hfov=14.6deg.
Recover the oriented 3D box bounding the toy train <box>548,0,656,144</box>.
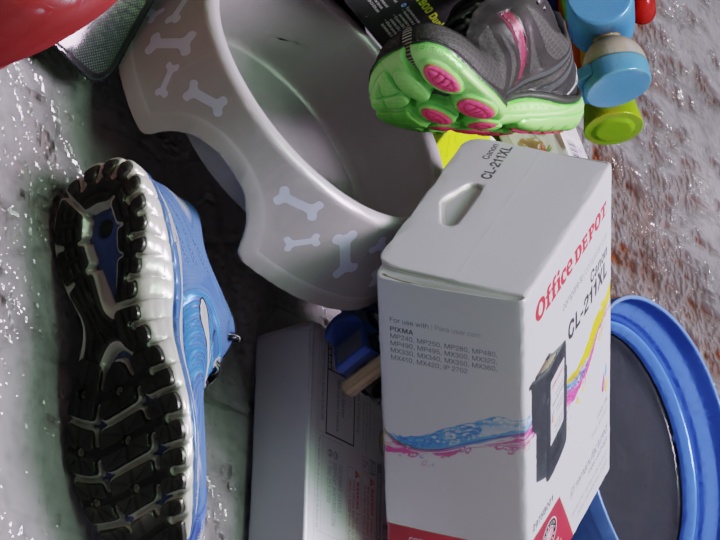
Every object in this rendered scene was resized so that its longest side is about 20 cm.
[{"bbox_3d":[0.152,-0.129,1.770,0.200,0.084,0.116,77,3,-65],"label":"toy train"}]

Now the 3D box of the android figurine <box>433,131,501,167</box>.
[{"bbox_3d":[0.071,-0.012,1.680,0.200,0.041,0.183,42,45,-42],"label":"android figurine"}]

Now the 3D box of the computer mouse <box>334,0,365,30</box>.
[{"bbox_3d":[-0.049,-0.210,1.588,0.201,0.034,0.059,67,15,0],"label":"computer mouse"}]

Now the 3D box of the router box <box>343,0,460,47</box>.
[{"bbox_3d":[0.009,-0.197,1.560,0.200,0.062,0.150,44,19,-56],"label":"router box"}]

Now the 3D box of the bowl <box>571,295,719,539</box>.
[{"bbox_3d":[0.178,0.118,1.796,0.200,0.039,0.202,29,54,-49],"label":"bowl"}]

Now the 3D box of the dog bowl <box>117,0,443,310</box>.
[{"bbox_3d":[-0.034,-0.078,1.463,0.200,0.059,0.201,37,30,-27],"label":"dog bowl"}]

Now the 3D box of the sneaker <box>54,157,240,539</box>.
[{"bbox_3d":[-0.092,0.047,1.370,0.089,0.078,0.201,17,64,-51],"label":"sneaker"}]

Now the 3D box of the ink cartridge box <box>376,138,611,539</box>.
[{"bbox_3d":[0.072,0.055,1.463,0.146,0.082,0.201,-53,148,-50],"label":"ink cartridge box"}]

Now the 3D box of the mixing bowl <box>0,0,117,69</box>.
[{"bbox_3d":[-0.158,-0.184,1.275,0.199,0.108,0.202,-7,100,-46],"label":"mixing bowl"}]

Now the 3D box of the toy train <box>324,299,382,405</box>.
[{"bbox_3d":[0.000,0.000,1.522,0.046,0.034,0.201,40,26,-29],"label":"toy train"}]

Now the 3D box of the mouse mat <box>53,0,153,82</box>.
[{"bbox_3d":[-0.149,-0.208,1.366,0.200,0.008,0.162,43,66,-40],"label":"mouse mat"}]

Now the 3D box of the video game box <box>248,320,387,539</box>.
[{"bbox_3d":[0.009,0.151,1.515,0.182,0.047,0.201,29,54,-46],"label":"video game box"}]

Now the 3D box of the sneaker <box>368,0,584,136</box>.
[{"bbox_3d":[0.059,-0.115,1.487,0.200,0.076,0.084,-1,89,-67],"label":"sneaker"}]

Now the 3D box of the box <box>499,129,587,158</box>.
[{"bbox_3d":[0.090,-0.132,1.714,0.041,0.039,0.201,16,51,-66],"label":"box"}]
